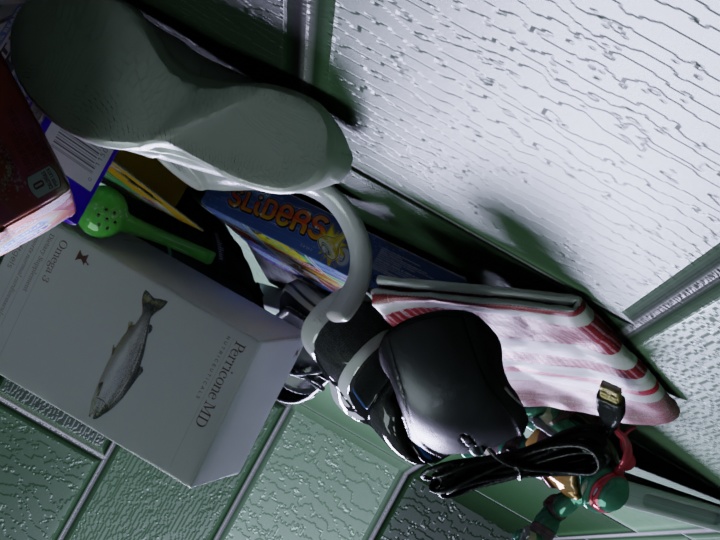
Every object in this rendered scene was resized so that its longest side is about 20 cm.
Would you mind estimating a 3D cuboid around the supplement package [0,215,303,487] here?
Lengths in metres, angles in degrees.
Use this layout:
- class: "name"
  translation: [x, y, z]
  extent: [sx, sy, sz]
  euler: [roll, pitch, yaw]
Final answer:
- class: "supplement package"
  translation: [-0.158, 0.051, 1.469]
  extent: [0.199, 0.118, 0.117]
  euler: [28, -174, 13]

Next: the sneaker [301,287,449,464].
- class: "sneaker"
  translation: [0.031, 0.094, 1.399]
  extent: [0.112, 0.073, 0.200]
  euler: [49, -178, 29]

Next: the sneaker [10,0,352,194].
- class: "sneaker"
  translation: [-0.095, -0.088, 1.118]
  extent: [0.199, 0.076, 0.088]
  euler: [26, -176, 15]

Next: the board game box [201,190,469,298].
- class: "board game box"
  translation: [0.000, 0.000, 1.421]
  extent: [0.199, 0.035, 0.135]
  euler: [26, 172, 24]

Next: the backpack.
- class: "backpack"
  translation: [-0.157, 0.031, 1.648]
  extent: [0.152, 0.177, 0.200]
  euler: [-22, 162, 18]

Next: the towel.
- class: "towel"
  translation: [0.105, 0.053, 1.297]
  extent: [0.143, 0.023, 0.200]
  euler: [5, 161, 27]

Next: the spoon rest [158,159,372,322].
- class: "spoon rest"
  translation: [-0.065, -0.056, 1.284]
  extent: [0.200, 0.061, 0.099]
  euler: [45, 168, -11]

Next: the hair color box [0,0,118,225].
- class: "hair color box"
  translation: [-0.219, -0.108, 1.260]
  extent: [0.065, 0.110, 0.199]
  euler: [35, 170, -40]

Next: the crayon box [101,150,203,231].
- class: "crayon box"
  translation: [-0.196, -0.104, 1.420]
  extent: [0.199, 0.052, 0.126]
  euler: [25, 172, 34]

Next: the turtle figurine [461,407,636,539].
- class: "turtle figurine"
  translation: [0.137, 0.141, 1.532]
  extent: [0.100, 0.151, 0.200]
  euler: [-8, -157, -25]

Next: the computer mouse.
- class: "computer mouse"
  translation: [0.093, 0.088, 1.268]
  extent: [0.139, 0.046, 0.201]
  euler: [-12, 144, 6]

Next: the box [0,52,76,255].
- class: "box"
  translation: [-0.238, -0.101, 1.112]
  extent: [0.201, 0.095, 0.100]
  euler: [62, 173, 2]

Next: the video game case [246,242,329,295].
- class: "video game case"
  translation: [-0.002, 0.023, 1.630]
  extent: [0.181, 0.023, 0.200]
  euler: [29, 171, 9]

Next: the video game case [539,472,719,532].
- class: "video game case"
  translation: [0.195, 0.172, 1.683]
  extent: [0.181, 0.024, 0.199]
  euler: [19, 178, -34]

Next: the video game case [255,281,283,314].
- class: "video game case"
  translation: [0.015, 0.073, 1.709]
  extent: [0.181, 0.022, 0.200]
  euler: [34, 170, -26]

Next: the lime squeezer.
- class: "lime squeezer"
  translation: [-0.194, -0.056, 1.442]
  extent: [0.199, 0.038, 0.071]
  euler: [28, -156, 5]

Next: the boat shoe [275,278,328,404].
- class: "boat shoe"
  translation: [-0.043, 0.059, 1.571]
  extent: [0.074, 0.062, 0.200]
  euler: [36, 163, 2]
